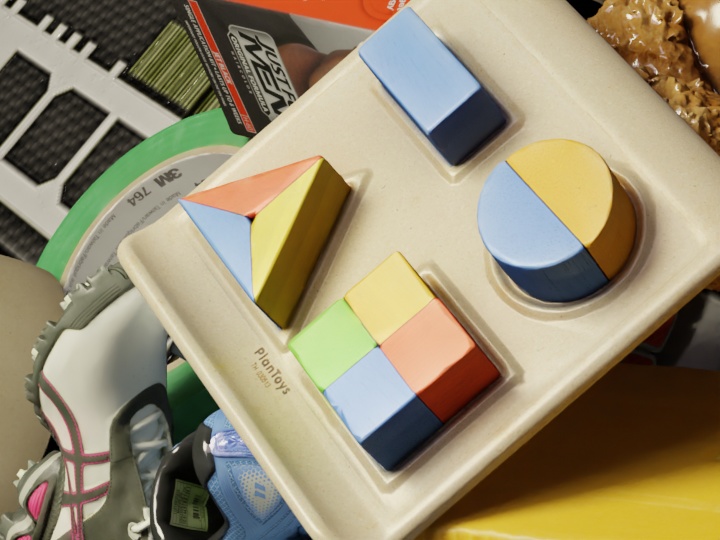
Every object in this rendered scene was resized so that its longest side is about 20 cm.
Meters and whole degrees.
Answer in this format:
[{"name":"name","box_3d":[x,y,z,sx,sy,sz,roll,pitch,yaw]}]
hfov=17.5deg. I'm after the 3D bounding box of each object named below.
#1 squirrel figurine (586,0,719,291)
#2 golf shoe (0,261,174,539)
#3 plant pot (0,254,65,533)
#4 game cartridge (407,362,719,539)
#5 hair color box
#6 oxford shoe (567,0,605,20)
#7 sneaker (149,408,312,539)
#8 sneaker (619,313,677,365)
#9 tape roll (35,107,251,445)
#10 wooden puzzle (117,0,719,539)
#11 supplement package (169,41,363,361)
[{"name":"squirrel figurine","box_3d":[0.178,-0.039,0.942,0.198,0.142,0.188,-8,64,-9]},{"name":"golf shoe","box_3d":[-0.109,0.079,1.094,0.088,0.201,0.077,36,44,23]},{"name":"plant pot","box_3d":[-0.258,0.067,1.204,0.200,0.134,0.201,-38,38,38]},{"name":"game cartridge","box_3d":[0.132,0.082,0.865,0.198,0.033,0.176,4,19,25]},{"name":"hair color box","box_3d":[0.008,-0.103,1.134,0.199,0.102,0.061,15,53,39]},{"name":"oxford shoe","box_3d":[0.048,-0.128,1.196,0.199,0.073,0.085,-17,50,31]},{"name":"sneaker","box_3d":[-0.048,0.097,1.009,0.088,0.200,0.079,-3,66,-7]},{"name":"sneaker","box_3d":[0.106,-0.007,1.063,0.201,0.077,0.082,-60,10,-7]},{"name":"tape roll","box_3d":[-0.090,0.009,1.218,0.199,0.048,0.202,-23,45,25]},{"name":"wooden puzzle","box_3d":[0.022,-0.018,0.857,0.200,0.046,0.185,-38,53,-2]},{"name":"supplement package","box_3d":[0.000,0.000,1.023,0.110,0.113,0.200,-60,4,-17]}]
